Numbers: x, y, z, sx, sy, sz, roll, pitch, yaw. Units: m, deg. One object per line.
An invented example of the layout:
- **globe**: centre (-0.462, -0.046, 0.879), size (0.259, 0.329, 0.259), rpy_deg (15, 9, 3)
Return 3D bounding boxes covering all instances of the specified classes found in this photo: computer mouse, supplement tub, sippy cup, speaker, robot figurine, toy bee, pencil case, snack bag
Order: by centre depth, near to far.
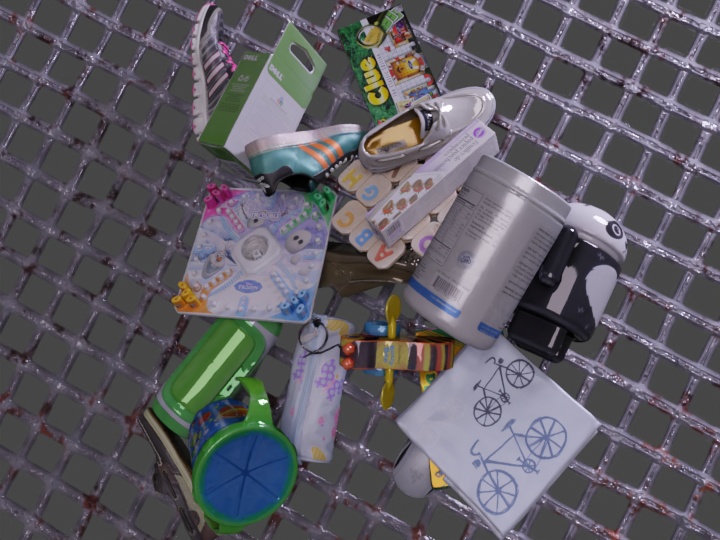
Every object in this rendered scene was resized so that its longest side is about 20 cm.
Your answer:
- **supplement tub**: centre (0.151, -0.020, 0.994), size (0.131, 0.132, 0.202), rpy_deg (32, 96, 8)
- **toy bee**: centre (0.016, 0.107, 1.007), size (0.196, 0.109, 0.133), rpy_deg (-18, 91, 10)
- **snack bag**: centre (0.165, 0.194, 1.027), size (0.200, 0.021, 0.189), rpy_deg (42, 83, 15)
- **robot figurine**: centre (0.265, 0.014, 1.060), size (0.123, 0.150, 0.203), rpy_deg (28, 83, -10)
- **sippy cup**: centre (-0.163, 0.235, 1.061), size (0.178, 0.130, 0.140), rpy_deg (-44, 118, -7)
- **computer mouse**: centre (0.119, 0.223, 1.115), size (0.109, 0.044, 0.201), rpy_deg (36, 88, 7)
- **pencil case**: centre (-0.061, 0.158, 1.116), size (0.081, 0.091, 0.204), rpy_deg (10, 86, 2)
- **speaker**: centre (-0.196, 0.131, 1.134), size (0.088, 0.088, 0.201), rpy_deg (39, 88, 8)

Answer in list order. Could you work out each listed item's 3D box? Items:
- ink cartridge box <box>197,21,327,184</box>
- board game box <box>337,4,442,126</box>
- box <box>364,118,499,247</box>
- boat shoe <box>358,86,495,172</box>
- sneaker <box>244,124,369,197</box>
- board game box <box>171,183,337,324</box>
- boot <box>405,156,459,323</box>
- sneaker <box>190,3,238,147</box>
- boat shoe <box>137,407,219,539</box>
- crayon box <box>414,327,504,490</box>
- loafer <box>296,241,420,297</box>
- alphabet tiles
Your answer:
- **ink cartridge box**: centre (-0.133, -0.233, 1.145), size (0.059, 0.104, 0.203), rpy_deg (15, 75, 38)
- **board game box**: centre (0.046, -0.276, 1.164), size (0.103, 0.024, 0.203), rpy_deg (-22, 69, 3)
- **box**: centre (0.093, -0.113, 1.064), size (0.199, 0.042, 0.039), rpy_deg (-42, 55, -6)
- **boat shoe**: centre (0.088, -0.191, 1.082), size (0.197, 0.070, 0.072), rpy_deg (-21, 83, 1)
- **sneaker**: centre (-0.063, -0.148, 1.129), size (0.197, 0.071, 0.081), rpy_deg (-15, 88, -33)
- **board game box**: centre (-0.144, -0.031, 1.124), size (0.196, 0.026, 0.203), rpy_deg (3, 62, 17)
- **boot**: centre (0.108, -0.039, 1.141), size (0.185, 0.064, 0.202), rpy_deg (35, 96, 18)
- **sneaker**: centre (-0.194, -0.281, 1.186), size (0.085, 0.074, 0.205), rpy_deg (-1, 88, 5)
- **boat shoe**: centre (-0.254, 0.286, 1.129), size (0.066, 0.072, 0.202), rpy_deg (-35, 86, -5)
- **crayon box**: centre (0.138, 0.175, 1.075), size (0.116, 0.058, 0.204), rpy_deg (-7, 77, 3)
- **loafer**: centre (0.000, 0.000, 1.134), size (0.196, 0.076, 0.069), rpy_deg (7, 110, 24)
- **alphabet tiles**: centre (0.060, -0.101, 1.102), size (0.195, 0.015, 0.200), rpy_deg (-43, 57, -6)
